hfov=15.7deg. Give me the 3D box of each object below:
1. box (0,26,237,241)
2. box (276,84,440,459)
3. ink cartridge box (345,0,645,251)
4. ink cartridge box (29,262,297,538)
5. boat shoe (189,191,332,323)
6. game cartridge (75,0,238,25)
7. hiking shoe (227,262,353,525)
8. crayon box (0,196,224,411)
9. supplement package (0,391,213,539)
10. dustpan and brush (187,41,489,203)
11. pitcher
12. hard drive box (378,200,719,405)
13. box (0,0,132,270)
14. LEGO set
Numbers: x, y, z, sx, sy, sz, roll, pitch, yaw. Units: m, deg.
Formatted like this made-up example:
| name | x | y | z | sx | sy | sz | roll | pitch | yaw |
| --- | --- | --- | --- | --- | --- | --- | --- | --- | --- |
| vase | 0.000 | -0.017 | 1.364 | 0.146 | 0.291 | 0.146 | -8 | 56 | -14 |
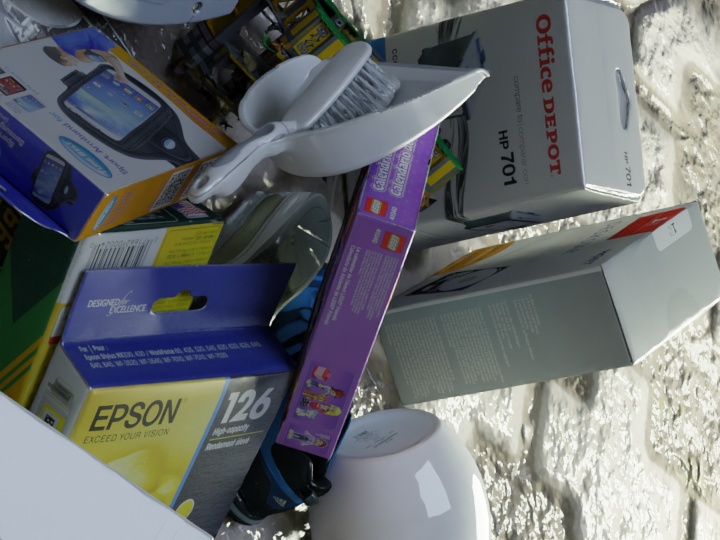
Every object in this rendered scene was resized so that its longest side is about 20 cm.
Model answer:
| name | x | y | z | sx | sy | sz | roll | pitch | yaw |
| --- | --- | --- | --- | --- | --- | --- | --- | --- | --- |
| box | -0.161 | -0.079 | 1.481 | 0.119 | 0.041 | 0.200 | 39 | 21 | 10 |
| box | 0.000 | 0.000 | 1.620 | 0.039 | 0.200 | 0.137 | 17 | 40 | -3 |
| ink cartridge box | 0.090 | -0.104 | 1.857 | 0.086 | 0.200 | 0.147 | 8 | 73 | -52 |
| ink cartridge box | -0.123 | 0.092 | 1.547 | 0.198 | 0.047 | 0.200 | -3 | 125 | -54 |
| boat shoe | -0.092 | 0.010 | 1.706 | 0.202 | 0.065 | 0.074 | -49 | 138 | -42 |
| game cartridge | -0.120 | -0.215 | 1.601 | 0.200 | 0.040 | 0.133 | 4 | 118 | -60 |
| hiking shoe | -0.033 | 0.078 | 1.734 | 0.074 | 0.087 | 0.200 | 41 | 49 | -40 |
| crayon box | -0.169 | 0.048 | 1.530 | 0.127 | 0.051 | 0.200 | -6 | 125 | -55 |
| supplement package | -0.204 | 0.140 | 1.384 | 0.200 | 0.120 | 0.121 | 36 | 69 | -16 |
| dustpan and brush | -0.033 | -0.085 | 1.536 | 0.200 | 0.139 | 0.057 | -50 | 131 | -34 |
| pitcher | 0.018 | 0.209 | 1.751 | 0.172 | 0.121 | 0.200 | -31 | 118 | -45 |
| hard drive box | 0.137 | 0.024 | 1.884 | 0.156 | 0.200 | 0.077 | -31 | 105 | -53 |
| box | -0.209 | -0.088 | 1.577 | 0.158 | 0.048 | 0.200 | 57 | 40 | -27 |
| LEGO set | -0.036 | -0.105 | 1.743 | 0.200 | 0.116 | 0.154 | 43 | 12 | -45 |
